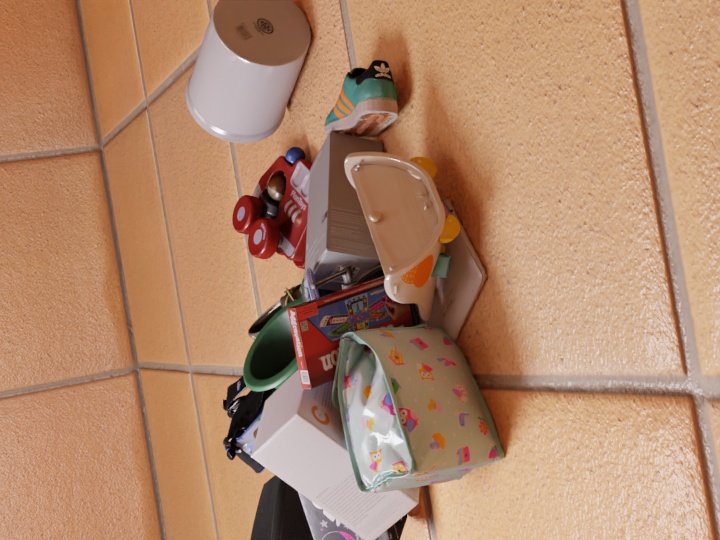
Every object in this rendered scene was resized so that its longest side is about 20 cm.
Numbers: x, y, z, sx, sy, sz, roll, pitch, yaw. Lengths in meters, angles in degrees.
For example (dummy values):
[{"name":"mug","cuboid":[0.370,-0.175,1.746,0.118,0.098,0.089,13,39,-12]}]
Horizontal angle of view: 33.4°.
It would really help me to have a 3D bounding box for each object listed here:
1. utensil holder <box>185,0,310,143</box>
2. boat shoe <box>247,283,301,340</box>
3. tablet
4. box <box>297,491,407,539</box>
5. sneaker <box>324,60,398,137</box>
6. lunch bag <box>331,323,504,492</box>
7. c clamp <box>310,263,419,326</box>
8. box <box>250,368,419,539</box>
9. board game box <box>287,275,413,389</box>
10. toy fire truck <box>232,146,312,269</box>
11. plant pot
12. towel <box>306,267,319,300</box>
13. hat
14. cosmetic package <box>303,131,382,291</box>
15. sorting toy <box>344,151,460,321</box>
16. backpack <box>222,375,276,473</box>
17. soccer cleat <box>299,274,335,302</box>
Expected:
[{"name":"utensil holder","cuboid":[-0.179,-0.329,1.921,0.200,0.170,0.170,123,134,-55]},{"name":"boat shoe","cuboid":[-0.108,0.063,1.947,0.202,0.060,0.072,-44,28,35]},{"name":"tablet","cuboid":[0.106,0.017,1.553,0.200,0.014,0.130,110,144,-50]},{"name":"box","cuboid":[-0.020,0.306,1.733,0.132,0.115,0.200,-57,-48,-71]},{"name":"sneaker","cuboid":[0.003,-0.233,1.648,0.200,0.071,0.080,165,107,-68]},{"name":"lunch bag","cuboid":[0.062,0.163,1.488,0.122,0.170,0.200,-35,65,43]},{"name":"c clamp","cuboid":[0.016,0.076,1.574,0.027,0.171,0.200,-2,111,44]},{"name":"box","cuboid":[-0.027,0.232,1.541,0.097,0.200,0.124,-44,16,24]},{"name":"board game box","cuboid":[-0.007,0.073,1.518,0.019,0.200,0.103,-1,102,44]},{"name":"toy fire truck","cuboid":[-0.115,-0.108,1.953,0.168,0.112,0.200,-62,36,19]},{"name":"plant pot","cuboid":[-0.074,0.420,1.944,0.200,0.200,0.177,132,139,-63]},{"name":"towel","cuboid":[-0.037,0.103,1.635,0.200,0.024,0.145,79,173,-60]},{"name":"hat","cuboid":[-0.072,0.169,1.887,0.176,0.200,0.166,41,168,-28]},{"name":"cosmetic package","cuboid":[-0.023,-0.080,1.659,0.107,0.090,0.200,122,151,-53]},{"name":"sorting toy","cuboid":[0.063,-0.030,1.507,0.180,0.107,0.200,79,175,-54]},{"name":"backpack","cuboid":[-0.129,0.230,1.992,0.191,0.154,0.200,-55,16,12]},{"name":"soccer cleat","cuboid":[-0.024,0.073,1.763,0.081,0.068,0.200,21,149,44]}]
